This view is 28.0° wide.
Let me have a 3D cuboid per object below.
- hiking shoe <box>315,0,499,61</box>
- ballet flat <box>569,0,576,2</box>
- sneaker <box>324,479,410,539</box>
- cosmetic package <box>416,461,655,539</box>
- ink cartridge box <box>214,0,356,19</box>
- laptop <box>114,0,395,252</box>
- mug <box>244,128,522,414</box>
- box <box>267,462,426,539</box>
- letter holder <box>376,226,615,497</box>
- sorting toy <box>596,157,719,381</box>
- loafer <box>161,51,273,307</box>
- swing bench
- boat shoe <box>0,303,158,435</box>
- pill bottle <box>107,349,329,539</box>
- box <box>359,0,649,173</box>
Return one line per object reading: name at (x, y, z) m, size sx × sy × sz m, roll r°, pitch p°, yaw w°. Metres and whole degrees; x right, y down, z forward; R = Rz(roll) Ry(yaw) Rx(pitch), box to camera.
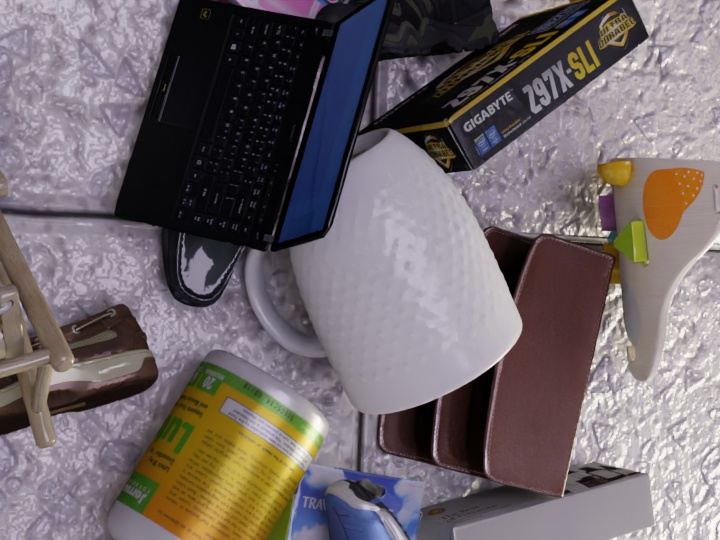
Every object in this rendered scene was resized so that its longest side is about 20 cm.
hiking shoe at (0.031, -0.219, 1.141) m, size 0.199 × 0.075 × 0.102 m, roll -14°, pitch 99°, yaw -49°
ballet flat at (0.193, -0.328, 1.254) m, size 0.062 × 0.069 × 0.203 m, roll 17°, pitch 80°, yaw 2°
sneaker at (0.005, 0.259, 1.096) m, size 0.076 × 0.075 × 0.203 m, roll -19°, pitch 99°, yaw -30°
cosmetic package at (0.144, 0.208, 1.218) m, size 0.197 × 0.082 × 0.051 m, roll -10°, pitch 93°, yaw -27°
ink cartridge box at (-0.089, -0.252, 1.118) m, size 0.199 × 0.037 × 0.095 m, roll 38°, pitch 74°, yaw -20°
laptop at (-0.078, -0.114, 1.009) m, size 0.197 × 0.103 × 0.180 m, roll 13°, pitch 79°, yaw 17°
mug at (0.000, 0.000, 1.091) m, size 0.177 × 0.198 × 0.148 m, roll 64°, pitch 30°, yaw -14°
box at (-0.023, 0.258, 1.151) m, size 0.120 × 0.047 × 0.203 m, roll 13°, pitch 85°, yaw -27°
letter holder at (0.106, 0.067, 1.186) m, size 0.140 × 0.100 × 0.203 m, roll 16°, pitch 84°, yaw -24°
sorting toy at (0.248, -0.001, 1.228) m, size 0.105 × 0.200 × 0.183 m, roll 4°, pitch 93°, yaw 9°
loafer at (-0.102, -0.072, 1.092) m, size 0.067 × 0.070 × 0.204 m, roll 17°, pitch 83°, yaw -24°
swing bench at (-0.310, 0.026, 0.915) m, size 0.197 × 0.130 × 0.202 m, roll -15°, pitch 66°, yaw -26°
boat shoe at (-0.249, 0.072, 1.030) m, size 0.200 × 0.075 × 0.076 m, roll -13°, pitch 74°, yaw -26°
pill bottle at (-0.117, 0.171, 1.066) m, size 0.111 × 0.111 × 0.202 m, roll 37°, pitch 75°, yaw -22°
box at (0.110, -0.146, 1.150) m, size 0.199 × 0.159 × 0.050 m, roll -37°, pitch 107°, yaw -21°
